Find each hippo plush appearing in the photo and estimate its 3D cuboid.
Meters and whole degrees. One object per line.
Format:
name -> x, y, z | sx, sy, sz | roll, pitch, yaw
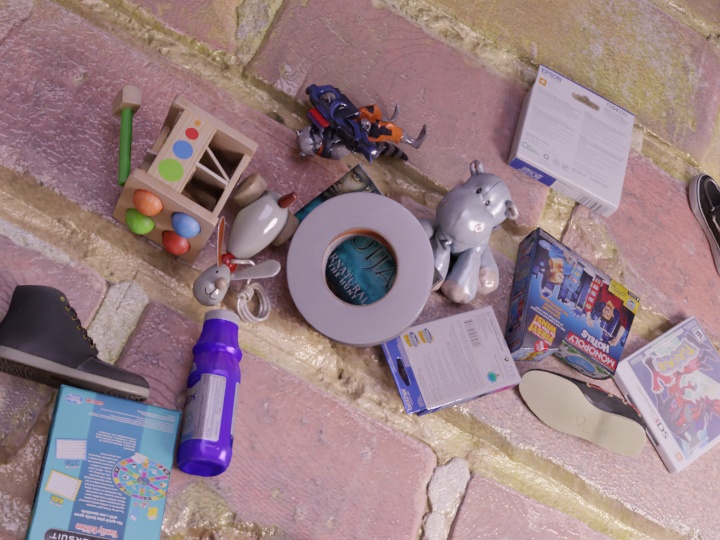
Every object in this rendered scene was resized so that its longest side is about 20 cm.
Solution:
hippo plush -> 0.168, -0.056, 1.586 | 0.199, 0.161, 0.160 | -32, 82, -32

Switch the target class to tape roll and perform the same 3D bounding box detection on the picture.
tape roll -> 0.000, 0.000, 1.488 | 0.196, 0.066, 0.204 | 0, 82, 1

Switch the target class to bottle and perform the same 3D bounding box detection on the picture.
bottle -> -0.184, 0.149, 1.377 | 0.064, 0.084, 0.203 | 13, 63, -18

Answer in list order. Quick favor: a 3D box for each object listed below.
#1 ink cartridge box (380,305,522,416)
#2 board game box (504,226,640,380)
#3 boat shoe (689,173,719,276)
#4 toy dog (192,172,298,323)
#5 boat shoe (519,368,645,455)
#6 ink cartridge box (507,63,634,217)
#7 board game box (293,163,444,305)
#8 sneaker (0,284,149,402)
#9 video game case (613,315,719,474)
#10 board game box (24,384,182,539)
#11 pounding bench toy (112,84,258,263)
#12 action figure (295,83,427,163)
ink cartridge box -> 0.121, 0.129, 1.553 | 0.197, 0.042, 0.121 | -12, 73, -31
board game box -> 0.298, 0.074, 1.646 | 0.199, 0.062, 0.201 | 34, 59, -7
boat shoe -> 0.617, -0.078, 1.860 | 0.070, 0.064, 0.203 | -7, 70, -27
toy dog -> -0.139, -0.041, 1.455 | 0.131, 0.096, 0.203 | 25, 62, -30
boat shoe -> 0.320, 0.198, 1.602 | 0.199, 0.074, 0.063 | 27, 22, 0
ink cartridge box -> 0.348, -0.214, 1.813 | 0.194, 0.043, 0.202 | 26, 57, -10
board game box -> 0.007, -0.029, 1.542 | 0.135, 0.028, 0.201 | -37, 84, 0
sneaker -> -0.340, 0.088, 1.338 | 0.197, 0.075, 0.108 | 20, 63, -14
video game case -> 0.498, 0.188, 1.708 | 0.198, 0.023, 0.184 | -25, 79, -32
board game box -> -0.302, 0.251, 1.298 | 0.149, 0.047, 0.203 | 15, 62, -18
pounding bench toy -> -0.265, -0.130, 1.445 | 0.198, 0.124, 0.157 | 31, 58, -8
action figure -> -0.002, -0.187, 1.604 | 0.190, 0.106, 0.201 | -7, 40, -21
